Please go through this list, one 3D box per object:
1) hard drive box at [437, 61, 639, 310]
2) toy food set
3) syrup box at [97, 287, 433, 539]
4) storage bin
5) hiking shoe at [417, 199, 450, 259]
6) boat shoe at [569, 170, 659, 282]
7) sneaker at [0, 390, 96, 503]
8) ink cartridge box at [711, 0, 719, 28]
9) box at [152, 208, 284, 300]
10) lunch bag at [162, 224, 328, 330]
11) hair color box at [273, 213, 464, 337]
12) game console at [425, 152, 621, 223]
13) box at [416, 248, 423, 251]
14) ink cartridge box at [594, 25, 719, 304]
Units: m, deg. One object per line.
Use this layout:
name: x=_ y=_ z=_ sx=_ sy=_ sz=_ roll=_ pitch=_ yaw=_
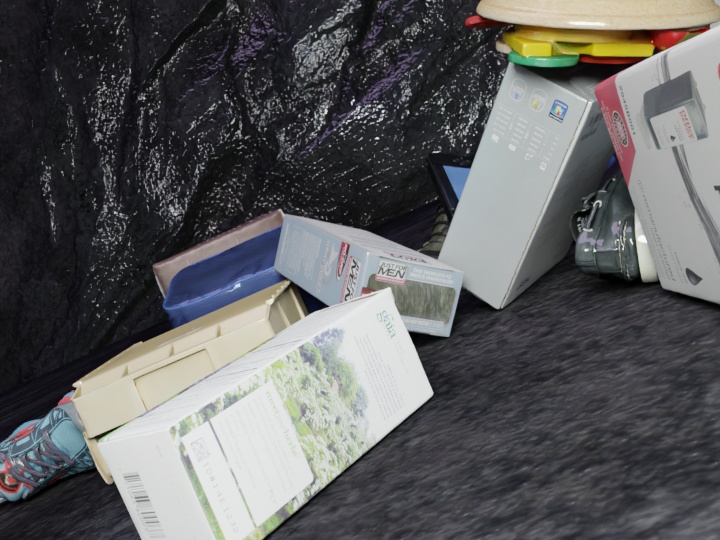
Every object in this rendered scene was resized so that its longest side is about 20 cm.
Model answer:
hard drive box: x=0.161 y=-0.088 z=0.724 sx=0.155 sy=0.076 sz=0.203 roll=-29 pitch=-36 yaw=-49
toy food set: x=0.185 y=-0.202 z=0.654 sx=0.193 sy=0.050 sz=0.201 roll=0 pitch=25 yaw=0
syrup box: x=-0.048 y=0.089 z=0.500 sx=0.081 sy=0.080 sz=0.199 roll=-19 pitch=7 yaw=42
storage bin: x=-0.140 y=0.095 z=0.769 sx=0.197 sy=0.095 sz=0.199 roll=-23 pitch=6 yaw=5
hiking shoe: x=0.111 y=-0.050 z=1.006 sx=0.198 sy=0.102 sz=0.075 roll=-26 pitch=-1 yaw=-36
boat shoe: x=0.201 y=-0.036 z=0.656 sx=0.065 sy=0.076 sz=0.200 roll=-9 pitch=20 yaw=19
sneaker: x=-0.308 y=0.187 z=0.790 sx=0.199 sy=0.080 sz=0.096 roll=-30 pitch=9 yaw=40
ink cartridge box: x=0.612 y=-0.356 z=1.277 sx=0.144 sy=0.203 sz=0.084 roll=-26 pitch=6 yaw=-27
box: x=-0.178 y=0.027 z=1.187 sx=0.197 sy=0.167 sz=0.166 roll=-24 pitch=6 yaw=-9
lunch bag: x=-0.127 y=0.052 z=0.938 sx=0.197 sy=0.134 sz=0.136 roll=-22 pitch=21 yaw=5
hair color box: x=0.000 y=0.000 z=0.756 sx=0.097 sy=0.062 sz=0.199 roll=10 pitch=8 yaw=-27
game console: x=0.181 y=-0.124 z=0.932 sx=0.172 sy=0.118 sz=0.201 roll=6 pitch=30 yaw=-10
box: x=0.032 y=0.015 z=1.070 sx=0.197 sy=0.042 sz=0.039 roll=-23 pitch=5 yaw=6
ink cartridge box: x=0.212 y=-0.059 z=0.434 sx=0.083 sy=0.148 sz=0.200 roll=-21 pitch=5 yaw=-1
